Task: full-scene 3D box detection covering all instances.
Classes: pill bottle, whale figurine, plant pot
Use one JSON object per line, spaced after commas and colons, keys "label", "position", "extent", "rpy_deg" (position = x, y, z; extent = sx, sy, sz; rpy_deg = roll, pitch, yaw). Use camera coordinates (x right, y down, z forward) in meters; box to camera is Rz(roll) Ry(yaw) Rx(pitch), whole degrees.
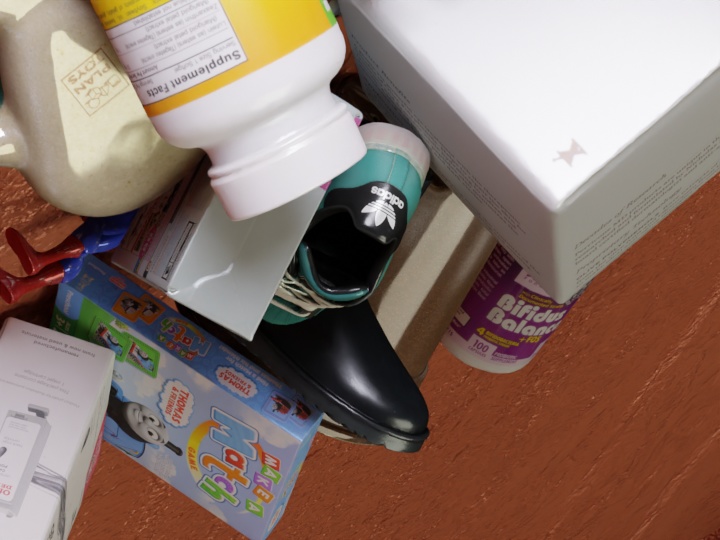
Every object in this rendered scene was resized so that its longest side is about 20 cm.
{"label": "pill bottle", "position": [-0.075, -0.133, 1.221], "extent": [0.110, 0.201, 0.111], "rpy_deg": [-25, -170, 5]}
{"label": "whale figurine", "position": [-0.162, -0.123, 1.312], "extent": [0.159, 0.104, 0.200], "rpy_deg": [-39, 136, -1]}
{"label": "pill bottle", "position": [0.146, -0.012, 2.036], "extent": [0.112, 0.112, 0.200], "rpy_deg": [-19, 152, -44]}
{"label": "plant pot", "position": [0.002, -0.015, 1.680], "extent": [0.199, 0.200, 0.200], "rpy_deg": [-54, 156, 19]}

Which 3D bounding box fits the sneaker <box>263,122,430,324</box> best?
{"label": "sneaker", "position": [-0.026, -0.009, 1.433], "extent": [0.200, 0.071, 0.080], "rpy_deg": [-49, -163, 52]}

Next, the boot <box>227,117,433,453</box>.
{"label": "boot", "position": [0.000, 0.000, 1.551], "extent": [0.169, 0.200, 0.076], "rpy_deg": [-55, 167, 16]}

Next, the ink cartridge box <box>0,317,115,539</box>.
{"label": "ink cartridge box", "position": [-0.238, 0.158, 1.598], "extent": [0.147, 0.082, 0.201], "rpy_deg": [107, 0, -53]}

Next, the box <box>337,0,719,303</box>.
{"label": "box", "position": [0.122, -0.133, 1.370], "extent": [0.200, 0.199, 0.171], "rpy_deg": [-40, 161, -7]}

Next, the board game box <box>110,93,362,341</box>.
{"label": "board game box", "position": [-0.078, -0.048, 1.424], "extent": [0.148, 0.064, 0.200], "rpy_deg": [-62, -164, -2]}

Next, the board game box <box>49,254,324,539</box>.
{"label": "board game box", "position": [-0.129, 0.091, 1.642], "extent": [0.037, 0.199, 0.152], "rpy_deg": [-52, 170, -36]}

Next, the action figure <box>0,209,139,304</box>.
{"label": "action figure", "position": [-0.153, -0.036, 1.547], "extent": [0.199, 0.052, 0.066], "rpy_deg": [-21, 157, -40]}

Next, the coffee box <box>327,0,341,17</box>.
{"label": "coffee box", "position": [-0.017, -0.210, 1.367], "extent": [0.199, 0.080, 0.115], "rpy_deg": [-30, 159, -24]}
